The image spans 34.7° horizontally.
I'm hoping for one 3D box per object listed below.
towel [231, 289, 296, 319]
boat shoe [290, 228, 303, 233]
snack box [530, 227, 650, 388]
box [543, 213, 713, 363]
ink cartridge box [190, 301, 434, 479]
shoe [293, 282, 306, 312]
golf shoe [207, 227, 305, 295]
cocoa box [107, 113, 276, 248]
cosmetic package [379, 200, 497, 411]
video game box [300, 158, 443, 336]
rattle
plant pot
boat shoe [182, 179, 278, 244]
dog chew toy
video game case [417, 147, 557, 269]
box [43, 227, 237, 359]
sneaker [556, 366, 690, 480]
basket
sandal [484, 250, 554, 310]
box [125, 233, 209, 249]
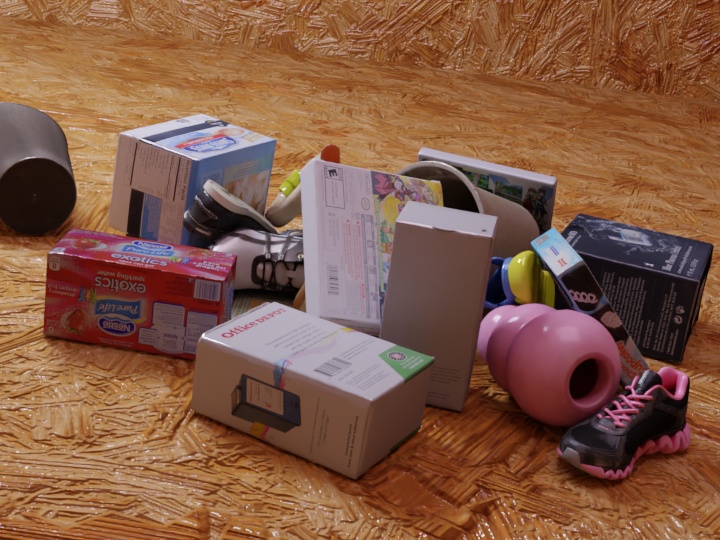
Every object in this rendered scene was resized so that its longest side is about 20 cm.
[{"bbox_3d":[-0.085,0.051,1.410,0.198,0.022,0.147,8,19,3],"label":"towel"},{"bbox_3d":[-0.018,-0.043,1.589,0.198,0.067,0.074,9,17,-30],"label":"boat shoe"},{"bbox_3d":[0.272,0.054,1.326,0.037,0.201,0.116,-33,20,5],"label":"snack box"},{"bbox_3d":[0.359,0.018,1.555,0.198,0.119,0.197,14,20,18],"label":"box"},{"bbox_3d":[-0.048,0.112,1.150,0.198,0.088,0.145,20,21,23],"label":"ink cartridge box"},{"bbox_3d":[0.000,0.000,1.410,0.053,0.070,0.199,40,53,20],"label":"shoe"},{"bbox_3d":[-0.105,-0.008,1.422,0.199,0.079,0.094,-12,28,-41],"label":"golf shoe"},{"bbox_3d":[-0.222,-0.119,1.547,0.130,0.135,0.200,19,21,21],"label":"cocoa box"},{"bbox_3d":[0.080,0.038,1.243,0.106,0.202,0.085,12,19,8],"label":"cosmetic package"},{"bbox_3d":[0.020,-0.022,1.369,0.180,0.202,0.047,7,-24,-25],"label":"video game box"},{"bbox_3d":[-0.041,-0.089,1.578,0.130,0.144,0.199,-36,7,-33],"label":"rattle"},{"bbox_3d":[0.138,-0.033,1.528,0.200,0.203,0.182,25,13,40],"label":"plant pot"},{"bbox_3d":[-0.166,-0.060,1.475,0.072,0.068,0.200,37,3,19],"label":"boat shoe"},{"bbox_3d":[0.197,0.093,1.274,0.123,0.126,0.200,0,13,-24],"label":"dog chew toy"},{"bbox_3d":[0.174,-0.075,1.644,0.198,0.184,0.022,15,42,17],"label":"video game case"},{"bbox_3d":[-0.244,0.026,1.285,0.198,0.101,0.096,9,19,1],"label":"box"},{"bbox_3d":[0.275,0.148,1.181,0.199,0.096,0.079,-12,30,-43],"label":"sneaker"},{"bbox_3d":[-0.477,-0.139,1.613,0.179,0.137,0.200,4,22,-30],"label":"basket"},{"bbox_3d":[0.188,0.030,1.408,0.086,0.080,0.200,-2,-25,21],"label":"sandal"},{"bbox_3d":[-0.204,-0.024,1.547,0.198,0.037,0.143,-1,22,-22],"label":"box"}]
